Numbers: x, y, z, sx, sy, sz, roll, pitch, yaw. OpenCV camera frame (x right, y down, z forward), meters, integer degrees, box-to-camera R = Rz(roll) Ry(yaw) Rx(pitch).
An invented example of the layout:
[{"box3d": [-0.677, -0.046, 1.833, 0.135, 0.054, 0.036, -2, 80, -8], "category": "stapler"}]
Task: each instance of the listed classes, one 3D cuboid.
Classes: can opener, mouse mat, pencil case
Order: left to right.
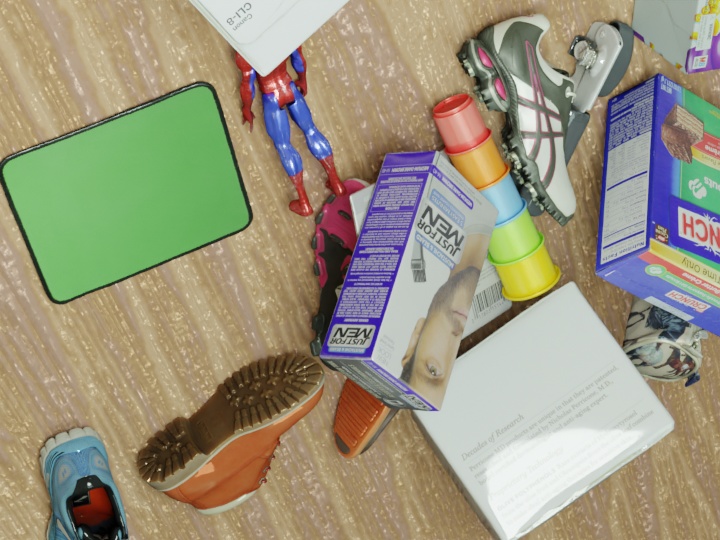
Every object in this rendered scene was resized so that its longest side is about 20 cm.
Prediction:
[{"box3d": [-0.201, -0.066, 1.404, 0.200, 0.008, 0.161, -22, 127, -11], "category": "mouse mat"}, {"box3d": [0.201, -0.143, 1.525, 0.066, 0.053, 0.200, 15, 113, -33], "category": "can opener"}, {"box3d": [0.321, 0.016, 1.605, 0.078, 0.089, 0.200, 48, 50, -36], "category": "pencil case"}]

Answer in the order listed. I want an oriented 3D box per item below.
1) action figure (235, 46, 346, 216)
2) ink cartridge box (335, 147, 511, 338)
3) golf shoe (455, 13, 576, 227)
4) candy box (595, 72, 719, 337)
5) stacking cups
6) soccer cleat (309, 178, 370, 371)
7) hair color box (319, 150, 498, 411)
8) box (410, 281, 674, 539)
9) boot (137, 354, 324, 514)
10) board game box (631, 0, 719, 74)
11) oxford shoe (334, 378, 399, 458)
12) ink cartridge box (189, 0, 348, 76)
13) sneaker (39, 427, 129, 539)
[{"box3d": [-0.069, -0.146, 1.393, 0.065, 0.052, 0.200, -28, 123, -15], "category": "action figure"}, {"box3d": [0.054, -0.013, 1.483, 0.200, 0.045, 0.176, -28, 109, -47], "category": "ink cartridge box"}, {"box3d": [0.165, -0.135, 1.464, 0.088, 0.077, 0.200, -27, 110, 0], "category": "golf shoe"}, {"box3d": [0.313, -0.060, 1.528, 0.169, 0.200, 0.077, 25, 148, -28], "category": "candy box"}, {"box3d": [0.127, -0.071, 1.492, 0.060, 0.061, 0.200, -27, 114, -8], "category": "stacking cups"}, {"box3d": [0.000, 0.000, 1.517, 0.086, 0.070, 0.200, -20, 128, -43], "category": "soccer cleat"}, {"box3d": [0.045, 0.009, 1.391, 0.109, 0.065, 0.200, 39, 62, -44], "category": "hair color box"}, {"box3d": [0.170, 0.145, 1.568, 0.200, 0.171, 0.199, -35, 169, -3], "category": "box"}, {"box3d": [-0.106, 0.161, 1.559, 0.200, 0.075, 0.107, -34, 132, 7], "category": "boot"}, {"box3d": [0.369, -0.261, 1.500, 0.200, 0.105, 0.103, -11, 125, -19], "category": "board game box"}, {"box3d": [0.044, 0.106, 1.595, 0.073, 0.071, 0.200, 19, 110, -39], "category": "oxford shoe"}, {"box3d": [-0.092, -0.272, 1.202, 0.145, 0.200, 0.145, -43, 129, 3], "category": "ink cartridge box"}, {"box3d": [-0.257, 0.249, 1.522, 0.078, 0.090, 0.200, -19, 127, -15], "category": "sneaker"}]
